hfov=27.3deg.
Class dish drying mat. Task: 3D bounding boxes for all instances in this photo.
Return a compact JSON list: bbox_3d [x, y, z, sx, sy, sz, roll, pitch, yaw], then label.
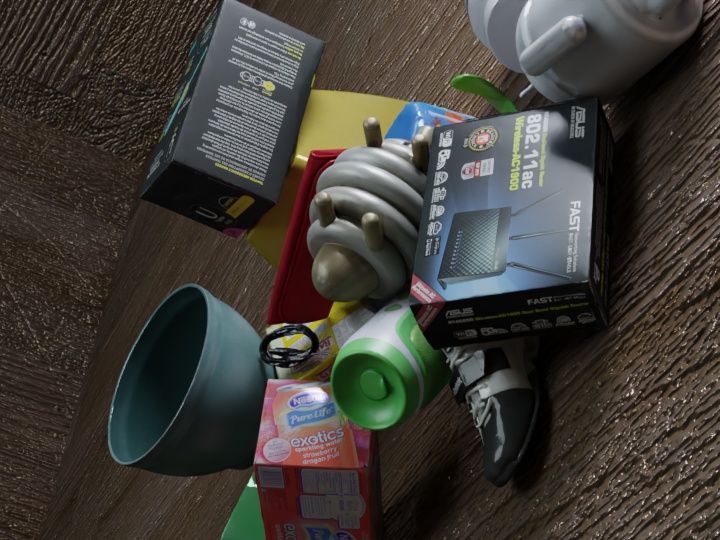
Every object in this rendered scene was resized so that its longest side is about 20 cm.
[{"bbox_3d":[-0.039,-0.030,1.471,0.018,0.076,0.202,48,133,41],"label":"dish drying mat"}]

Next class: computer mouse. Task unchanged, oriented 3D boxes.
[{"bbox_3d":[-0.013,0.088,1.488,0.034,0.198,0.060,-14,-69,-61],"label":"computer mouse"}]

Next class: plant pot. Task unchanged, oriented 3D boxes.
[{"bbox_3d":[-0.021,-0.086,1.682,0.201,0.174,0.201,-55,20,38],"label":"plant pot"},{"bbox_3d":[-0.162,0.134,1.576,0.200,0.133,0.202,-40,35,36],"label":"plant pot"}]

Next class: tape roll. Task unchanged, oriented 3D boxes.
[{"bbox_3d":[-0.112,0.287,1.590,0.201,0.048,0.202,90,-154,-74],"label":"tape roll"}]

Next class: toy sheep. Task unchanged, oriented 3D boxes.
[{"bbox_3d":[0.019,-0.054,1.302,0.201,0.138,0.138,-54,9,-25],"label":"toy sheep"}]

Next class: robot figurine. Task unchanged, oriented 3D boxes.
[{"bbox_3d":[0.202,-0.208,1.222,0.168,0.114,0.200,-27,-9,-35],"label":"robot figurine"}]

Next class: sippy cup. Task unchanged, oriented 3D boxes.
[{"bbox_3d":[0.086,-0.094,1.425,0.140,0.129,0.179,-57,19,33],"label":"sippy cup"}]

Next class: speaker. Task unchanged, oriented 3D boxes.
[{"bbox_3d":[0.048,0.062,1.292,0.089,0.088,0.200,-57,-9,33],"label":"speaker"}]

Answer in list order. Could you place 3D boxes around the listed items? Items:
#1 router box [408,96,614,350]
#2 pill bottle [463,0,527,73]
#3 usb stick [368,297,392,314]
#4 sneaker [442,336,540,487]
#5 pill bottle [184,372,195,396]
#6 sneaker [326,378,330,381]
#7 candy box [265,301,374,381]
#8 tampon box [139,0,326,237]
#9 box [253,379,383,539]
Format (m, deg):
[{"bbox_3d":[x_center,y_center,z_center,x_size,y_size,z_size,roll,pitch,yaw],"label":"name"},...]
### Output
[{"bbox_3d":[0.126,-0.040,1.203,0.148,0.062,0.202,-9,49,22],"label":"router box"},{"bbox_3d":[0.157,-0.277,1.461,0.116,0.114,0.201,-59,19,26],"label":"pill bottle"},{"bbox_3d":[0.000,0.000,1.522,0.200,0.032,0.056,40,124,49],"label":"usb stick"},{"bbox_3d":[0.099,0.084,1.217,0.074,0.087,0.202,121,163,-46],"label":"sneaker"},{"bbox_3d":[-0.148,0.152,1.714,0.111,0.198,0.112,-158,90,-85],"label":"pill bottle"},{"bbox_3d":[-0.001,0.102,1.582,0.075,0.090,0.199,-48,39,-8],"label":"sneaker"},{"bbox_3d":[-0.007,0.046,1.544,0.199,0.026,0.103,-34,42,12],"label":"candy box"},{"bbox_3d":[-0.140,-0.164,1.626,0.150,0.125,0.203,-31,41,65],"label":"tampon box"},{"bbox_3d":[-0.033,0.197,1.338,0.202,0.101,0.096,85,-170,-47],"label":"box"}]
